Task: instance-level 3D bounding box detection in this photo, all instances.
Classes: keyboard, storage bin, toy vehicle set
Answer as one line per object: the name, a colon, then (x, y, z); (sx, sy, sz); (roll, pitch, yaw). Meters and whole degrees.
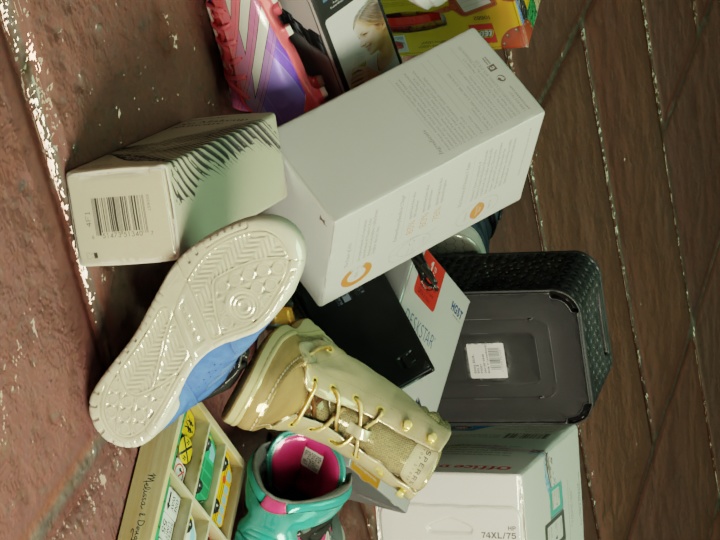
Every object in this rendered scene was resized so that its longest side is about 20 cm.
keyboard: (0.000, 0.000, 1.751); (0.201, 0.127, 0.021); (62, -20, 2)
storage bin: (0.124, 0.064, 2.016); (0.094, 0.199, 0.136); (-51, 136, -59)
toy vehicle set: (-0.134, 0.199, 1.565); (0.124, 0.026, 0.201); (59, 35, -52)

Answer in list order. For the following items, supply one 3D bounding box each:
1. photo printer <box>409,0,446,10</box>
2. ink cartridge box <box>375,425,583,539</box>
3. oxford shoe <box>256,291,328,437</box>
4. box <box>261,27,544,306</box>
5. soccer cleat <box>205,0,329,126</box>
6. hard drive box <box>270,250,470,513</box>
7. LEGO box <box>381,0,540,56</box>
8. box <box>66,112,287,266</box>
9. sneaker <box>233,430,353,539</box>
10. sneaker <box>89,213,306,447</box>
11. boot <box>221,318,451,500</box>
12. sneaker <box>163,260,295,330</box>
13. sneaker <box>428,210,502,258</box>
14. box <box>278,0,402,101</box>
photo printer: (-0.017, -0.305, 1.707); (0.070, 0.200, 0.166); (-49, 150, -2)
ink cartridge box: (0.116, 0.237, 2.062); (0.200, 0.146, 0.147); (-24, 112, -67)
oxford shoe: (-0.055, 0.049, 1.755); (0.058, 0.075, 0.201); (138, -42, -55)
box: (0.029, -0.080, 1.687); (0.199, 0.098, 0.125); (-28, 156, -22)
soccer cleat: (-0.084, -0.170, 1.685); (0.201, 0.076, 0.067); (60, 4, -27)
hard drive box: (0.011, 0.085, 1.838); (0.156, 0.076, 0.201); (45, 59, -62)
LEGO box: (0.054, -0.259, 1.856); (0.077, 0.199, 0.149); (68, 29, -41)
box: (-0.126, -0.060, 1.532); (0.200, 0.082, 0.069); (-38, 122, -67)
sneaker: (-0.046, 0.180, 1.684); (0.200, 0.083, 0.121); (-34, 143, -74)
sneaker: (-0.101, 0.031, 1.488); (0.200, 0.077, 0.111); (-51, 177, 19)
boot: (-0.013, 0.111, 1.603); (0.073, 0.155, 0.200); (-55, 173, 11)
sneaker: (-0.099, 0.002, 1.614); (0.200, 0.078, 0.078); (29, 61, -78)
sneaker: (0.105, -0.014, 2.153); (0.203, 0.076, 0.147); (84, 8, -45)
box: (-0.023, -0.183, 1.758); (0.060, 0.117, 0.201); (-36, 136, -16)
